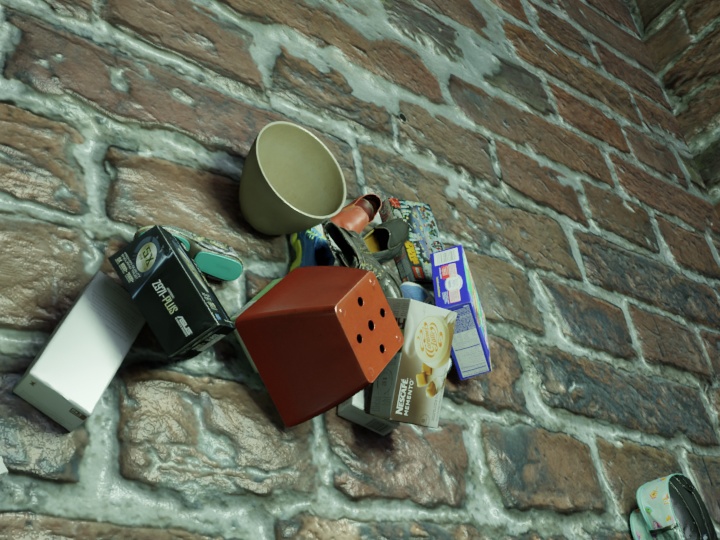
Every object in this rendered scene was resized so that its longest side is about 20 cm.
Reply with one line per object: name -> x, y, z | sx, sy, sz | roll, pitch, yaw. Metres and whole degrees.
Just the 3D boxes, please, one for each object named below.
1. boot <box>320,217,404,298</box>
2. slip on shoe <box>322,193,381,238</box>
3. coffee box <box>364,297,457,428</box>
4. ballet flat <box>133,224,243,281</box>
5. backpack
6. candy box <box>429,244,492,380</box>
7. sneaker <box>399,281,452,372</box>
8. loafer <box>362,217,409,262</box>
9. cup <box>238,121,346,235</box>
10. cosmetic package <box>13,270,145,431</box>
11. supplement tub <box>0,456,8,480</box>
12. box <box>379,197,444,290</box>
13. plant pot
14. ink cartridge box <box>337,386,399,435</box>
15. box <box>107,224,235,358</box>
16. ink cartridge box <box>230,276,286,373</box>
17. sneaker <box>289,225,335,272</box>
boot -> 0.000, 0.000, 1.506 | 0.201, 0.069, 0.174 | 54, 6, 5
slip on shoe -> -0.016, -0.101, 1.724 | 0.074, 0.061, 0.200 | 51, 40, -5
coffee box -> 0.087, 0.159, 1.473 | 0.113, 0.079, 0.205 | 17, 81, -34
ballet flat -> -0.287, -0.034, 1.411 | 0.198, 0.072, 0.073 | 21, 48, -34
backpack -> 0.680, 0.553, 1.863 | 0.173, 0.152, 0.205 | 7, 67, -44
candy box -> 0.201, 0.085, 1.705 | 0.171, 0.075, 0.202 | -91, 164, -49
sneaker -> 0.118, 0.113, 1.687 | 0.076, 0.075, 0.203 | 4, 58, -48
loafer -> 0.044, -0.057, 1.717 | 0.073, 0.072, 0.200 | 44, 47, 5
cup -> -0.144, -0.147, 1.564 | 0.198, 0.143, 0.204 | 25, 47, -30
cosmetic package -> -0.383, 0.109, 1.192 | 0.101, 0.074, 0.202 | 39, 43, -17
supplement tub -> -0.504, 0.179, 0.960 | 0.202, 0.144, 0.144 | 55, 39, 3
box -> 0.123, -0.056, 1.846 | 0.135, 0.040, 0.204 | 4, 60, -42
plant pot -> -0.048, 0.104, 1.383 | 0.200, 0.174, 0.203 | -43, 111, -52
ink cartridge box -> 0.019, 0.185, 1.557 | 0.108, 0.050, 0.203 | 28, 44, -27
box -> -0.270, 0.037, 1.258 | 0.166, 0.085, 0.200 | 57, -4, 5
ink cartridge box -> -0.126, 0.132, 1.454 | 0.146, 0.047, 0.203 | -44, 115, -51
sneaker -> -0.078, -0.042, 1.582 | 0.075, 0.105, 0.203 | 25, 47, -29
